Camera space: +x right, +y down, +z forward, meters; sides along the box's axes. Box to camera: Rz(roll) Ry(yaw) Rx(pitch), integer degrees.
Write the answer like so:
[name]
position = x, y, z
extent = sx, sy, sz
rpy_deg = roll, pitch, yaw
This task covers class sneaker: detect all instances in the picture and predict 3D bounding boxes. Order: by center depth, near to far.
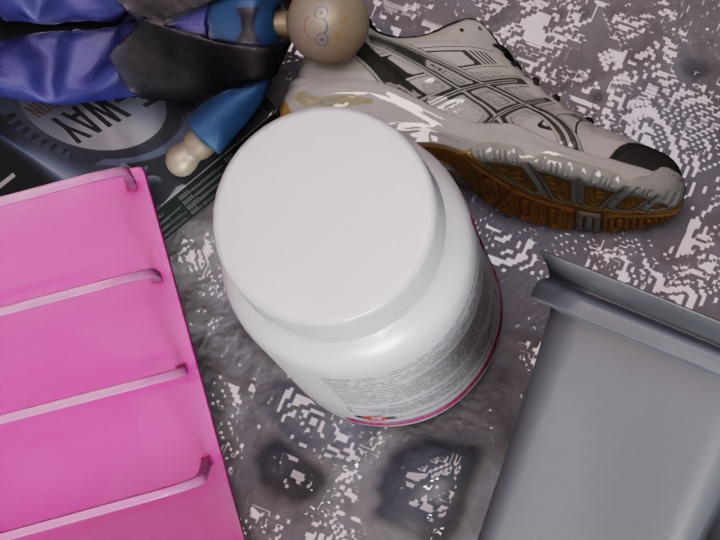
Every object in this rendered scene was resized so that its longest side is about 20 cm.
[sneaker]
position = 0.065, -0.080, 1.155
extent = 0.200, 0.076, 0.088
rpy_deg = 15, 68, 6

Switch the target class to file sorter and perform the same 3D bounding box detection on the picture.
[file sorter]
position = -0.143, 0.063, 1.096
extent = 0.139, 0.125, 0.200
rpy_deg = -15, 90, -2

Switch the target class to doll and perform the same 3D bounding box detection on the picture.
[doll]
position = -0.093, -0.113, 1.149
extent = 0.200, 0.048, 0.137
rpy_deg = -2, 92, 12

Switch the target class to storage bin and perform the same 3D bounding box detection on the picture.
[storage bin]
position = 0.131, 0.084, 1.051
extent = 0.146, 0.200, 0.134
rpy_deg = 22, 92, 13

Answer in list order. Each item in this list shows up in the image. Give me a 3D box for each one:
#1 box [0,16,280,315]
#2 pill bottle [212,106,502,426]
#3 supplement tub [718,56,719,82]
[box]
position = -0.161, -0.069, 1.203
extent = 0.200, 0.044, 0.160
rpy_deg = -39, 74, -2
[pill bottle]
position = 0.000, 0.000, 1.079
extent = 0.113, 0.200, 0.113
rpy_deg = -2, 77, 8
[supplement tub]
position = 0.257, -0.035, 1.078
extent = 0.140, 0.140, 0.200
rpy_deg = -20, 74, 4
